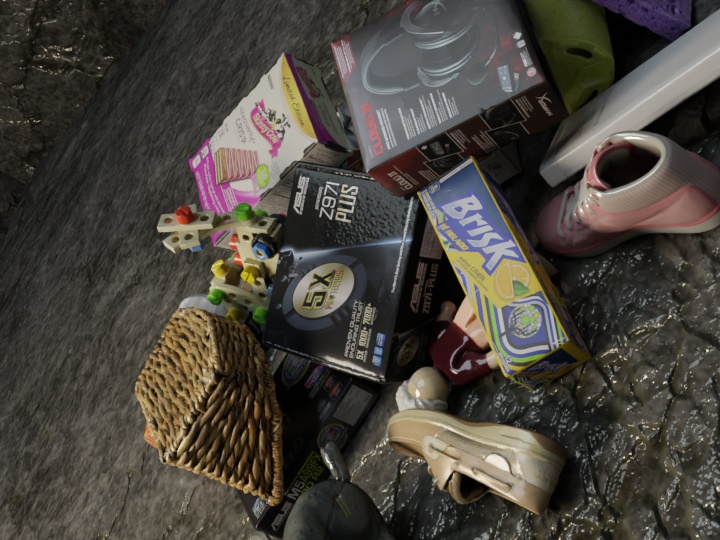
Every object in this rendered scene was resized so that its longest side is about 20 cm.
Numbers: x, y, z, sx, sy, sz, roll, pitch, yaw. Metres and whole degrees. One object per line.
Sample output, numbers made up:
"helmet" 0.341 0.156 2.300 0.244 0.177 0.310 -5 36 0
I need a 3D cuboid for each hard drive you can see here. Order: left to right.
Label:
"hard drive" 0.259 -0.161 0.811 0.200 0.027 0.132 -36 11 36

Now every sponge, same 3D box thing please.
"sponge" 0.233 -0.310 0.863 0.030 0.199 0.112 -45 26 58

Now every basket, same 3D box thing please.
"basket" -0.142 0.135 0.984 0.144 0.148 0.200 -60 27 3

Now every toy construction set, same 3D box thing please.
"toy construction set" -0.137 -0.015 0.996 0.130 0.200 0.093 11 63 24

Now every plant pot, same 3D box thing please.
"plant pot" 0.179 -0.255 0.929 0.200 0.199 0.186 -35 48 35

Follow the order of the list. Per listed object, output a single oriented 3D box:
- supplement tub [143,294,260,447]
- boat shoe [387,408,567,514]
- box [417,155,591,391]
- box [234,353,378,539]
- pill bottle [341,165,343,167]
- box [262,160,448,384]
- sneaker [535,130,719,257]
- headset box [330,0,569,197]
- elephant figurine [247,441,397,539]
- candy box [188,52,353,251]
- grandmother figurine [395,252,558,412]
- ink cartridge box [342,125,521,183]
"supplement tub" -0.217 0.145 1.212 0.122 0.122 0.201 -21 45 47
"boat shoe" 0.086 0.166 0.777 0.199 0.071 0.065 -4 58 54
"box" 0.125 0.000 0.792 0.064 0.070 0.201 -33 60 17
"box" -0.076 0.183 1.039 0.201 0.044 0.160 -57 30 4
"pill bottle" -0.059 -0.093 1.106 0.112 0.112 0.202 -34 60 36
"box" 0.000 0.000 0.932 0.163 0.086 0.202 15 94 34
"sneaker" 0.209 -0.069 0.772 0.199 0.104 0.076 -10 60 54
"headset box" 0.070 -0.174 0.827 0.199 0.077 0.150 -23 65 20
"elephant figurine" -0.052 0.295 0.830 0.155 0.141 0.200 -47 -4 -47
"candy box" -0.111 -0.133 1.043 0.200 0.061 0.137 -41 56 30
"grandmother figurine" 0.103 0.062 0.864 0.201 0.060 0.121 -55 21 2
"ink cartridge box" 0.076 -0.142 1.042 0.199 0.084 0.177 -31 36 28
